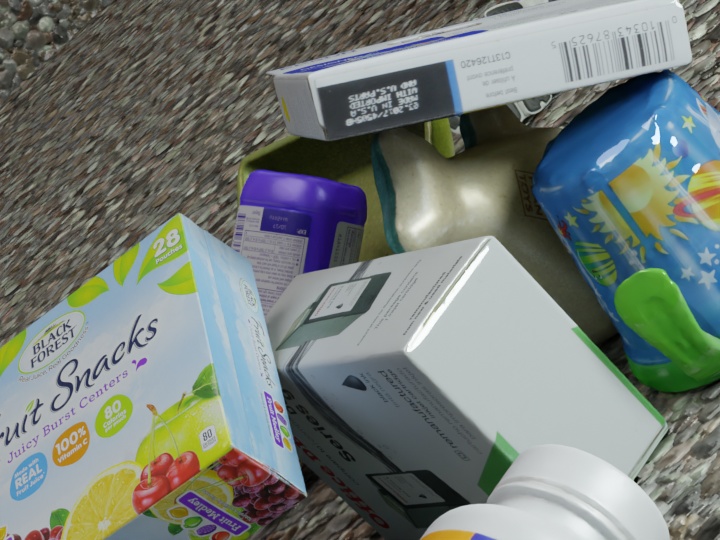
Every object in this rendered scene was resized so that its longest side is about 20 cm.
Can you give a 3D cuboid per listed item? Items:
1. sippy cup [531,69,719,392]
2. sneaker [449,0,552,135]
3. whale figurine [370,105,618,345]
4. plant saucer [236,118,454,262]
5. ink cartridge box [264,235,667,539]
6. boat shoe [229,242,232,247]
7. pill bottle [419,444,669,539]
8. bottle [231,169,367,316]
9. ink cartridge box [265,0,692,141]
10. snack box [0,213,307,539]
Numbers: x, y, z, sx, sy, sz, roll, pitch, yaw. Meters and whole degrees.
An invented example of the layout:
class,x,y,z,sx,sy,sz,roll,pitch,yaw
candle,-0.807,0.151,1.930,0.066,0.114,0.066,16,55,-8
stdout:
class,x,y,z,sx,sy,sz,roll,pitch,yaw
sippy cup,0.163,-0.028,1.420,0.140,0.130,0.178,-44,18,-7
sneaker,0.119,-0.159,1.973,0.200,0.081,0.083,-43,-1,-28
whale figurine,0.068,-0.018,1.504,0.104,0.200,0.159,-28,63,37
plant saucer,0.000,0.000,1.720,0.200,0.048,0.200,-22,63,48
ink cartridge box,0.040,0.068,1.427,0.084,0.146,0.200,-53,19,-24
boat shoe,-0.065,-0.037,2.042,0.062,0.073,0.200,-23,29,36
pill bottle,0.054,0.174,1.193,0.112,0.112,0.200,-17,30,53
bottle,-0.050,0.040,1.679,0.083,0.065,0.200,8,87,47
ink cartridge box,0.057,-0.110,1.466,0.197,0.047,0.200,-14,5,-7
snack box,-0.135,0.094,1.426,0.200,0.068,0.169,-34,44,20
